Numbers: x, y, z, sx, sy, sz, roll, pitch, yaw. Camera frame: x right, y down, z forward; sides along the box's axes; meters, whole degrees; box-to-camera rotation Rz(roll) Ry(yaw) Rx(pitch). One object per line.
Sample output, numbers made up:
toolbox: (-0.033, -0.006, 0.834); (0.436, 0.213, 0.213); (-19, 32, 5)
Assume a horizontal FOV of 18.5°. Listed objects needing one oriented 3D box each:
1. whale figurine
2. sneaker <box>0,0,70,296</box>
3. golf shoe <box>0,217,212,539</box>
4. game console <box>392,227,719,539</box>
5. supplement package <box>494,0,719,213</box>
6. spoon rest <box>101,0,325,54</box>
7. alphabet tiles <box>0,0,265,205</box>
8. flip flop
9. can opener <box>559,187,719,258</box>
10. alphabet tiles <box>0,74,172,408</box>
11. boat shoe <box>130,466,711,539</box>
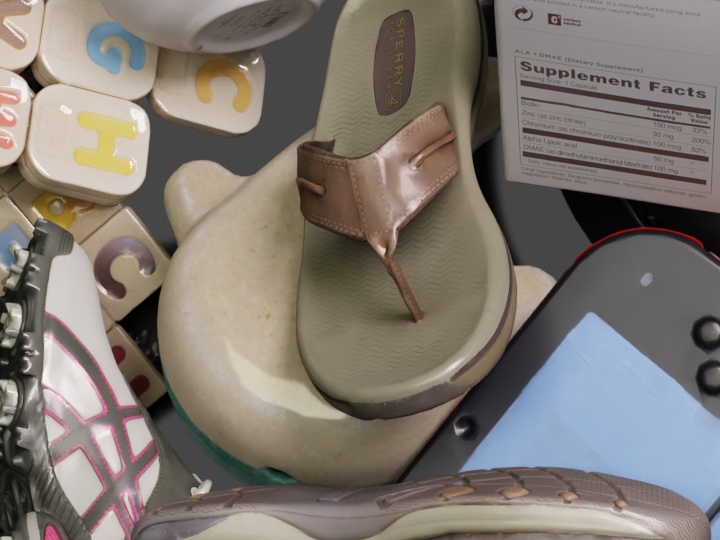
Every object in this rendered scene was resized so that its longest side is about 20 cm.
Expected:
whale figurine: (0.000, 0.000, 0.846); (0.158, 0.104, 0.201); (16, 58, 5)
sneaker: (-0.145, -0.070, 0.890); (0.070, 0.076, 0.201); (-6, 76, 10)
golf shoe: (-0.100, 0.076, 0.813); (0.088, 0.077, 0.201); (8, 57, -23)
game console: (0.096, 0.105, 0.742); (0.177, 0.031, 0.200); (41, 96, 22)
supplement package: (0.145, -0.130, 0.787); (0.155, 0.111, 0.201); (9, 55, 14)
spoon rest: (-0.019, -0.134, 0.796); (0.200, 0.099, 0.061); (-28, 74, 46)
alphabet tiles: (-0.121, -0.129, 0.864); (0.194, 0.015, 0.201); (14, 69, -24)
flip flop: (0.009, -0.037, 0.756); (0.081, 0.058, 0.201); (-14, 52, 22)
can opener: (0.156, 0.004, 0.827); (0.063, 0.079, 0.200); (-29, 72, -36)
alphabet tiles: (-0.178, 0.024, 0.874); (0.200, 0.006, 0.167); (-39, 93, 9)
boat shoe: (0.020, 0.106, 0.724); (0.199, 0.074, 0.074); (-5, 92, 25)
